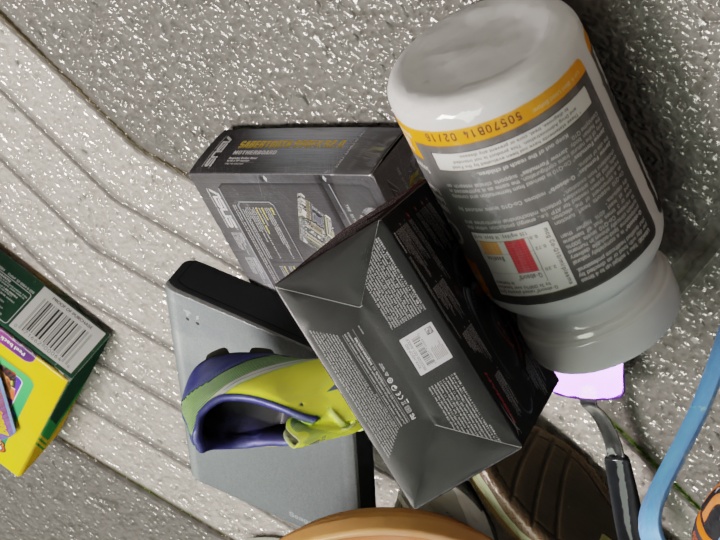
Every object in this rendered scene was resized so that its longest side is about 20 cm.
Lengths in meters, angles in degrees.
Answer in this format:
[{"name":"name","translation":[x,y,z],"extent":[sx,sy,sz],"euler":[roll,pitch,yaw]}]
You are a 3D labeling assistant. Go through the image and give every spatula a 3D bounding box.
[{"name":"spatula","translation":[0.155,0.107,1.724],"extent":[0.056,0.021,0.200],"euler":[2,124,33]}]

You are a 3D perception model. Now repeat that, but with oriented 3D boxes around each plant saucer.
[{"name":"plant saucer","translation":[0.018,0.214,1.803],"extent":[0.200,0.037,0.200],"euler":[1,139,1]}]

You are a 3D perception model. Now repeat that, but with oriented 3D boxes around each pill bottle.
[{"name":"pill bottle","translation":[0.103,-0.046,1.542],"extent":[0.116,0.116,0.200],"euler":[2,131,41]}]

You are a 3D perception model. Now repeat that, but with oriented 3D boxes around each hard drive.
[{"name":"hard drive","translation":[-0.057,0.092,1.828],"extent":[0.140,0.033,0.200],"euler":[22,143,22]}]

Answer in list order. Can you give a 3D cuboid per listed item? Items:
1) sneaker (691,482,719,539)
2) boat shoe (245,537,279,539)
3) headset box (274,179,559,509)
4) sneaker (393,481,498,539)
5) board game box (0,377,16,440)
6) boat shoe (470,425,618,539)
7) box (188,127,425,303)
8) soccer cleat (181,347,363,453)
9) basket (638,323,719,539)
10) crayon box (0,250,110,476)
[{"name":"sneaker","translation":[0.288,0.208,1.706],"extent":[0.200,0.078,0.112],"euler":[48,150,6]},{"name":"boat shoe","translation":[-0.017,0.262,2.041],"extent":[0.202,0.060,0.072],"euler":[24,142,21]},{"name":"headset box","translation":[0.038,0.035,1.571],"extent":[0.075,0.200,0.149],"euler":[-31,93,14]},{"name":"sneaker","translation":[0.038,0.187,1.838],"extent":[0.076,0.092,0.200],"euler":[60,169,32]},{"name":"board game box","translation":[-0.338,0.066,2.027],"extent":[0.158,0.039,0.200],"euler":[21,142,26]},{"name":"boat shoe","translation":[0.135,0.177,1.803],"extent":[0.200,0.072,0.076],"euler":[44,151,-7]},{"name":"box","translation":[0.000,0.000,1.744],"extent":[0.158,0.048,0.200],"euler":[0,131,41]},{"name":"soccer cleat","translation":[-0.012,0.082,1.688],"extent":[0.200,0.084,0.065],"euler":[-5,124,7]},{"name":"basket","translation":[0.253,0.133,1.554],"extent":[0.200,0.176,0.139],"euler":[43,150,-25]},{"name":"crayon box","translation":[-0.300,0.043,2.056],"extent":[0.200,0.058,0.173],"euler":[38,146,2]}]
